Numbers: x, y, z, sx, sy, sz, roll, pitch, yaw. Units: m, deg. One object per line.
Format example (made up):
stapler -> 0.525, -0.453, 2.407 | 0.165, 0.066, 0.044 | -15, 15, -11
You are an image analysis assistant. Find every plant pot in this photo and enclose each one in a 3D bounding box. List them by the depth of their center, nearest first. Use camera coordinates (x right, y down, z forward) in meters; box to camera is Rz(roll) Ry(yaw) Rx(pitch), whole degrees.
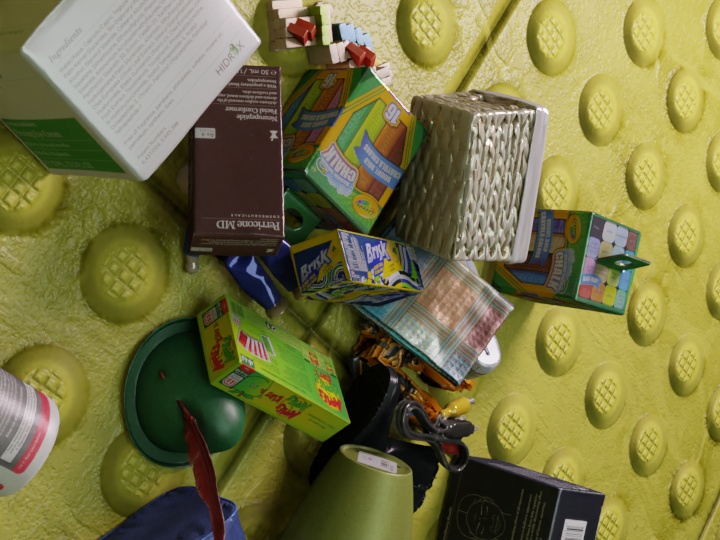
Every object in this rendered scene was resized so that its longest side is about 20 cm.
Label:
plant pot -> -0.011, 0.320, 1.381 | 0.186, 0.187, 0.202 | 13, 97, -41

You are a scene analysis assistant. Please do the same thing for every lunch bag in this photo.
lunch bag -> -0.213, 0.350, 1.265 | 0.199, 0.135, 0.133 | -32, 115, -33

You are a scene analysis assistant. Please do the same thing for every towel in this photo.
towel -> 0.085, 0.035, 1.479 | 0.200, 0.022, 0.147 | 38, 67, 2

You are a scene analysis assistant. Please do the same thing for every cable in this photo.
cable -> 0.089, 0.208, 1.470 | 0.199, 0.050, 0.098 | 11, 91, -51

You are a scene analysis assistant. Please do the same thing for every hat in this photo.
hat -> -0.149, 0.162, 1.267 | 0.165, 0.175, 0.202 | -12, 104, -39

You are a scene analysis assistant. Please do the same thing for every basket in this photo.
basket -> 0.133, -0.115, 1.417 | 0.123, 0.135, 0.202 | -7, 111, -36

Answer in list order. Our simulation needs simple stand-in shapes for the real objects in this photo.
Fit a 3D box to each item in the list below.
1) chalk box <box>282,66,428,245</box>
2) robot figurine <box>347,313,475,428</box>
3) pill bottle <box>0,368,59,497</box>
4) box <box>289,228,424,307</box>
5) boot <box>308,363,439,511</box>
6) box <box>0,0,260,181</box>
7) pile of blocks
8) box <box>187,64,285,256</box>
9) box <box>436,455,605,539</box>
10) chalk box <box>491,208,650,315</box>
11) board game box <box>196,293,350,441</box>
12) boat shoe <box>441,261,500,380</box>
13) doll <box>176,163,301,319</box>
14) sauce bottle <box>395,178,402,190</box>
chalk box -> -0.038, -0.124, 1.359 | 0.125, 0.123, 0.201 | 42, 69, -35
robot figurine -> 0.068, 0.126, 1.527 | 0.200, 0.058, 0.146 | 45, 65, -35
pill bottle -> -0.396, 0.126, 1.094 | 0.200, 0.110, 0.111 | 41, 70, -37
box -> 0.000, 0.000, 1.356 | 0.200, 0.070, 0.065 | 10, 64, -62
boot -> 0.038, 0.227, 1.484 | 0.162, 0.073, 0.199 | 23, 101, -34
box -> -0.250, -0.214, 1.114 | 0.200, 0.198, 0.172 | -53, 125, -22
pile of blocks -> -0.022, -0.279, 1.392 | 0.199, 0.062, 0.083 | 17, 85, -41
box -> -0.137, -0.121, 1.247 | 0.099, 0.075, 0.202 | 1, 75, -13
box -> 0.218, 0.353, 1.594 | 0.107, 0.199, 0.150 | 15, 87, -41
chalk box -> 0.304, -0.011, 1.608 | 0.124, 0.199, 0.125 | 16, 85, -40
board game box -> -0.100, 0.117, 1.341 | 0.047, 0.102, 0.200 | -36, 137, 19
boat shoe -> 0.125, 0.050, 1.537 | 0.072, 0.062, 0.201 | 0, 64, -35
doll -> -0.142, -0.037, 1.310 | 0.136, 0.049, 0.201 | -34, 108, 8
sauce bottle -> 0.100, -0.133, 1.517 | 0.199, 0.064, 0.065 | 0, 96, -41
